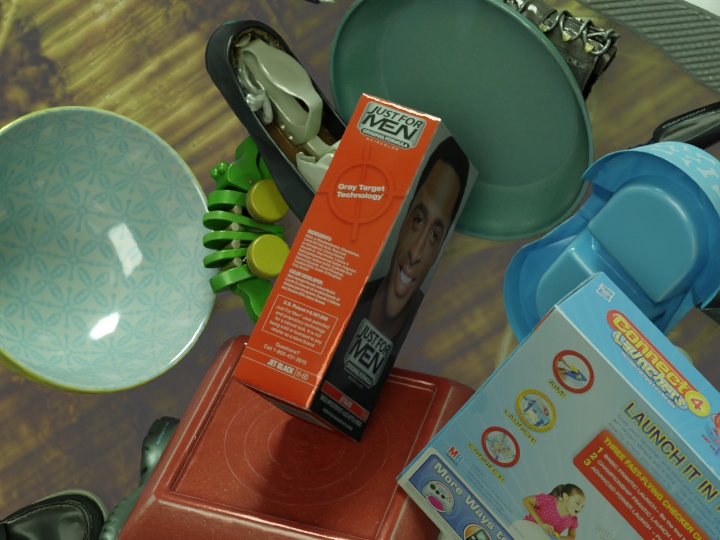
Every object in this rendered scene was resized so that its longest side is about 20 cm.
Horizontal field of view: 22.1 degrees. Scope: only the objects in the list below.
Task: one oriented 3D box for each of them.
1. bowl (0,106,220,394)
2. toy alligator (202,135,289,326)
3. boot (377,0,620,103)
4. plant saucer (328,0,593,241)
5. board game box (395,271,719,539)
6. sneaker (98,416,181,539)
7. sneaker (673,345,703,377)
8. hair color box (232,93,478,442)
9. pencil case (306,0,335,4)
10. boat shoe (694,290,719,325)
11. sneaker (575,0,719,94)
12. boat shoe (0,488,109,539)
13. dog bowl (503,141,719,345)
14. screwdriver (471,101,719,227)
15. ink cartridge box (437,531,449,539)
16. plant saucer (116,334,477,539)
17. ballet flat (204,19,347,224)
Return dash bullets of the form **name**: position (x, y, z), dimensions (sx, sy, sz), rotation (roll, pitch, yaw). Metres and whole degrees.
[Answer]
- **bowl**: position (-0.210, -0.006, 1.291), dimensions (0.108, 0.199, 0.201), rotation (-19, 80, 56)
- **toy alligator**: position (-0.084, -0.050, 1.287), dimensions (0.054, 0.059, 0.201), rotation (5, 74, -23)
- **boot**: position (0.094, -0.183, 1.228), dimensions (0.174, 0.069, 0.201), rotation (27, 134, 17)
- **plant saucer**: position (0.072, -0.112, 1.225), dimensions (0.199, 0.036, 0.201), rotation (22, 137, 22)
- **board game box**: position (0.147, 0.137, 1.107), dimensions (0.200, 0.056, 0.196), rotation (47, 133, 10)
- **sneaker**: position (-0.122, 0.176, 1.240), dimensions (0.081, 0.073, 0.200), rotation (3, 44, 12)
- **sneaker**: position (0.211, 0.151, 1.164), dimensions (0.074, 0.089, 0.201), rotation (-22, 114, 14)
- **hair color box**: position (0.000, 0.000, 1.184), dimensions (0.061, 0.102, 0.201), rotation (20, 81, 23)
- **pencil case**: position (-0.016, -0.276, 1.206), dimensions (0.089, 0.078, 0.201), rotation (27, 97, 10)
- **boat shoe**: position (0.282, 0.025, 1.200), dimensions (0.091, 0.071, 0.200), rotation (-43, 72, 14)
- **sneaker**: position (0.223, -0.187, 1.223), dimensions (0.200, 0.074, 0.082), rotation (33, 63, -2)
- **boat shoe**: position (-0.271, 0.224, 1.327), dimensions (0.199, 0.066, 0.075), rotation (-29, 80, 11)
- **dog bowl**: position (0.172, -0.005, 1.186), dimensions (0.112, 0.050, 0.200), rotation (48, 135, 11)
- **screwdriver**: position (0.165, -0.072, 1.258), dimensions (0.199, 0.028, 0.029), rotation (-19, 53, 19)
- **ink cartridge box**: position (0.131, 0.234, 1.223), dimensions (0.116, 0.067, 0.201), rotation (-18, 83, 13)
- **plant saucer**: position (-0.035, 0.121, 1.221), dimensions (0.199, 0.200, 0.037), rotation (11, 134, 15)
- **ballet flat**: position (-0.034, -0.089, 1.252), dimensions (0.073, 0.073, 0.200), rotation (-36, 89, 10)
